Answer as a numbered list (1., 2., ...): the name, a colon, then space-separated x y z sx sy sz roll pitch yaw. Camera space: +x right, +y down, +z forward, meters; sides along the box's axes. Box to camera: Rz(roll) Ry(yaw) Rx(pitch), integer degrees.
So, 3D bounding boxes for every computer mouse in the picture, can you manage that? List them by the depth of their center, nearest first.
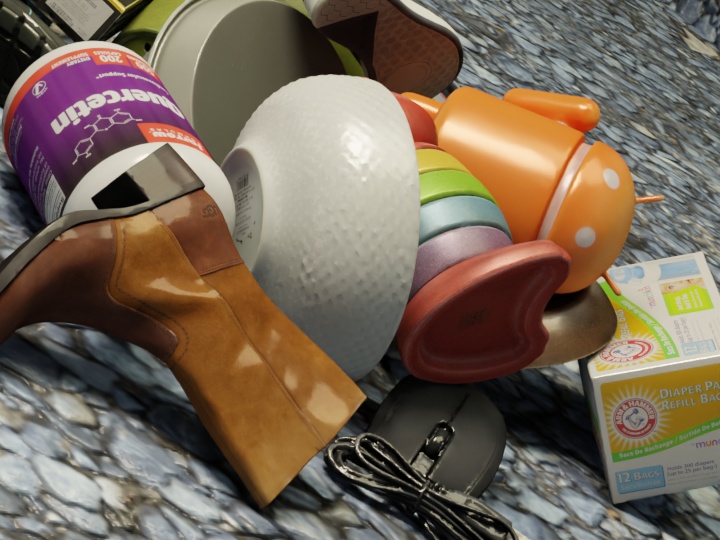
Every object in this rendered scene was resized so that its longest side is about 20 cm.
1. computer mouse: 0.056 0.110 1.615 0.138 0.053 0.200 32 17 -2

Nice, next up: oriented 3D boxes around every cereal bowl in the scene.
1. cereal bowl: -0.042 -0.027 1.595 0.083 0.200 0.200 4 29 -25

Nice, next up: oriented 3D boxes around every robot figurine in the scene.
1. robot figurine: 0.107 -0.057 1.776 0.200 0.117 0.144 24 32 9

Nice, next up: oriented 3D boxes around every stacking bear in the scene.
1. stacking bear: 0.037 -0.036 1.649 0.114 0.122 0.200 -14 54 -21

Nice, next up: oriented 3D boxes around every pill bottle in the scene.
1. pill bottle: -0.148 -0.054 1.590 0.112 0.113 0.200 21 21 -36

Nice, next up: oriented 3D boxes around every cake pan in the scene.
1. cake pan: -0.069 -0.100 1.759 0.037 0.201 0.200 -7 -14 40

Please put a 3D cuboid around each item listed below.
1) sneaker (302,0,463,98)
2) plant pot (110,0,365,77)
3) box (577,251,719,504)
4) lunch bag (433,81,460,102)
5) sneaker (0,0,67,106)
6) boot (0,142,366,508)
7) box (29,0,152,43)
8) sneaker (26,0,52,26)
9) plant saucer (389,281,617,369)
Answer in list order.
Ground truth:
1. sneaker: -0.002 -0.210 1.824 0.146 0.077 0.202 62 10 30
2. plant pot: -0.096 -0.150 1.877 0.187 0.187 0.200 39 30 18
3. box: 0.218 0.075 1.847 0.112 0.102 0.200 -11 21 2
4. lunch bag: 0.013 -0.134 2.093 0.200 0.127 0.170 30 15 -44
5. sneaker: -0.257 -0.183 1.782 0.200 0.075 0.079 38 37 14
6. boot: -0.114 0.053 1.435 0.200 0.068 0.188 54 47 -3
7. box: -0.220 -0.242 1.837 0.160 0.049 0.200 42 16 -3
8. sneaker: -0.307 -0.244 1.873 0.200 0.082 0.074 29 17 -14
9. plant saucer: 0.086 0.015 1.815 0.200 0.032 0.200 3 24 -1
